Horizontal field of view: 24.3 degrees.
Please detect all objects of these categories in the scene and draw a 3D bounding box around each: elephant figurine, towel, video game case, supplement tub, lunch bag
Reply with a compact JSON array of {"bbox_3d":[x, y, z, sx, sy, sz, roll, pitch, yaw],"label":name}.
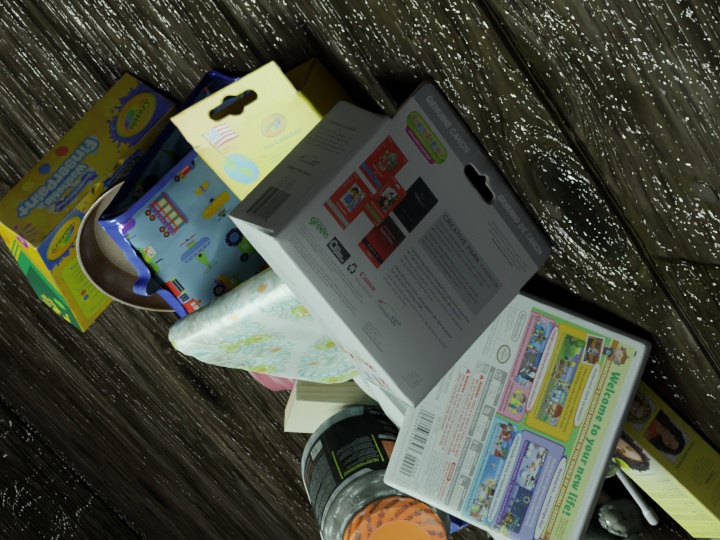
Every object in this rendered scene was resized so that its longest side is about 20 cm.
[{"bbox_3d":[0.174,0.282,1.641,0.198,0.143,0.156,-1,149,1],"label":"elephant figurine"},{"bbox_3d":[-0.039,0.045,1.451,0.171,0.049,0.199,-31,149,36],"label":"towel"},{"bbox_3d":[0.129,0.122,1.410,0.181,0.202,0.022,22,-171,23],"label":"video game case"},{"bbox_3d":[0.015,0.222,1.595,0.123,0.122,0.200,46,-174,-21],"label":"supplement tub"},{"bbox_3d":[-0.127,-0.051,1.473,0.094,0.200,0.151,13,148,49],"label":"lunch bag"}]

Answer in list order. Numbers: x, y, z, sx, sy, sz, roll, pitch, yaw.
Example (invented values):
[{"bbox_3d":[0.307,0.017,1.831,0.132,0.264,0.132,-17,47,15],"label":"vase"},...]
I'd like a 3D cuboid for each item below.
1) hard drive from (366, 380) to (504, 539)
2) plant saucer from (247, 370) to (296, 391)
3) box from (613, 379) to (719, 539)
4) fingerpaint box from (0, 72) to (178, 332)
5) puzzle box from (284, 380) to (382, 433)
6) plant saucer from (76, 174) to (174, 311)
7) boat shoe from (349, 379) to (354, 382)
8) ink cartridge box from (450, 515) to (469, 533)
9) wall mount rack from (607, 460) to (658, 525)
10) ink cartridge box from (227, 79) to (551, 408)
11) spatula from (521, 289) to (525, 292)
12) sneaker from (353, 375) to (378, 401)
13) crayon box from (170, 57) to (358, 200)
[{"bbox_3d":[0.086,0.179,1.520,0.200,0.026,0.132,48,174,23],"label":"hard drive"},{"bbox_3d":[-0.116,0.053,1.771,0.201,0.051,0.201,52,-175,-6],"label":"plant saucer"},{"bbox_3d":[0.264,0.161,1.469,0.200,0.050,0.075,42,161,-11],"label":"box"},{"bbox_3d":[-0.254,-0.067,1.659,0.073,0.200,0.167,32,160,24],"label":"fingerpaint box"},{"bbox_3d":[0.024,0.145,1.730,0.198,0.026,0.133,4,160,-7],"label":"puzzle box"},{"bbox_3d":[-0.173,-0.039,1.604,0.201,0.199,0.035,63,-169,-49],"label":"plant saucer"},{"bbox_3d":[-0.030,0.078,1.714,0.200,0.071,0.071,26,178,-38],"label":"boat shoe"},{"bbox_3d":[0.087,0.215,1.705,0.042,0.120,0.200,31,155,-10],"label":"ink cartridge box"},{"bbox_3d":[0.188,0.177,1.572,0.172,0.075,0.200,7,-163,-28],"label":"wall mount rack"},{"bbox_3d":[0.028,-0.028,1.314,0.200,0.176,0.084,51,167,-30],"label":"ink cartridge box"},{"bbox_3d":[0.065,-0.027,1.448,0.200,0.021,0.056,45,139,-6],"label":"spatula"},{"bbox_3d":[0.025,0.070,1.584,0.082,0.074,0.200,15,151,53],"label":"sneaker"},{"bbox_3d":[-0.046,-0.091,1.391,0.126,0.051,0.200,-22,121,35],"label":"crayon box"}]
